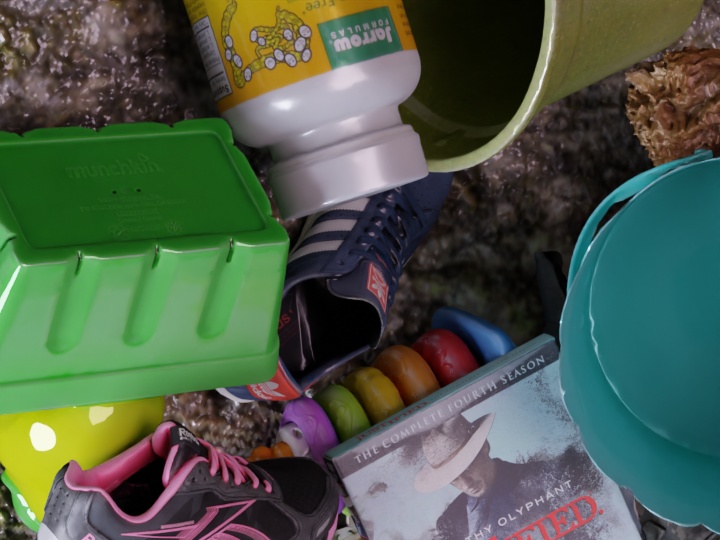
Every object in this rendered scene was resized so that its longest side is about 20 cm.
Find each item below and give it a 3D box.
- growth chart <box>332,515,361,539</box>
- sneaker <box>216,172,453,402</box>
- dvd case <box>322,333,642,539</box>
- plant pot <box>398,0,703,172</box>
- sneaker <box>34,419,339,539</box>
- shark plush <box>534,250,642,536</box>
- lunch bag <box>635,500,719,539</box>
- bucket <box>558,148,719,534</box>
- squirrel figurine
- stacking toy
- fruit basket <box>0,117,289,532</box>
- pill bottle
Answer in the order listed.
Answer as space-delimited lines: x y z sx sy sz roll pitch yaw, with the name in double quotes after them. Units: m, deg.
0.019 0.196 1.663 0.199 0.018 0.145 -7 99 -33 "growth chart"
0.000 0.000 1.589 0.200 0.084 0.075 -51 119 -19 "sneaker"
0.082 0.155 1.572 0.146 0.022 0.201 -27 105 -12 "dvd case"
0.093 -0.170 1.586 0.184 0.200 0.201 -16 104 -43 "plant pot"
-0.086 0.119 1.467 0.200 0.079 0.096 -13 126 -41 "sneaker"
0.117 0.091 1.684 0.083 0.091 0.201 2 96 -18 "shark plush"
0.267 0.153 1.762 0.200 0.139 0.168 29 95 -32 "lunch bag"
0.204 0.032 1.526 0.206 0.135 0.208 1 98 7 "bucket"
0.236 -0.055 1.683 0.141 0.186 0.200 -36 110 -29 "squirrel figurine"
-0.005 0.102 1.597 0.199 0.110 0.117 -16 104 -20 "stacking toy"
-0.149 0.031 1.483 0.215 0.156 0.216 -21 147 -14 "fruit basket"
-0.033 -0.133 1.509 0.112 0.113 0.201 -17 90 -31 "pill bottle"
